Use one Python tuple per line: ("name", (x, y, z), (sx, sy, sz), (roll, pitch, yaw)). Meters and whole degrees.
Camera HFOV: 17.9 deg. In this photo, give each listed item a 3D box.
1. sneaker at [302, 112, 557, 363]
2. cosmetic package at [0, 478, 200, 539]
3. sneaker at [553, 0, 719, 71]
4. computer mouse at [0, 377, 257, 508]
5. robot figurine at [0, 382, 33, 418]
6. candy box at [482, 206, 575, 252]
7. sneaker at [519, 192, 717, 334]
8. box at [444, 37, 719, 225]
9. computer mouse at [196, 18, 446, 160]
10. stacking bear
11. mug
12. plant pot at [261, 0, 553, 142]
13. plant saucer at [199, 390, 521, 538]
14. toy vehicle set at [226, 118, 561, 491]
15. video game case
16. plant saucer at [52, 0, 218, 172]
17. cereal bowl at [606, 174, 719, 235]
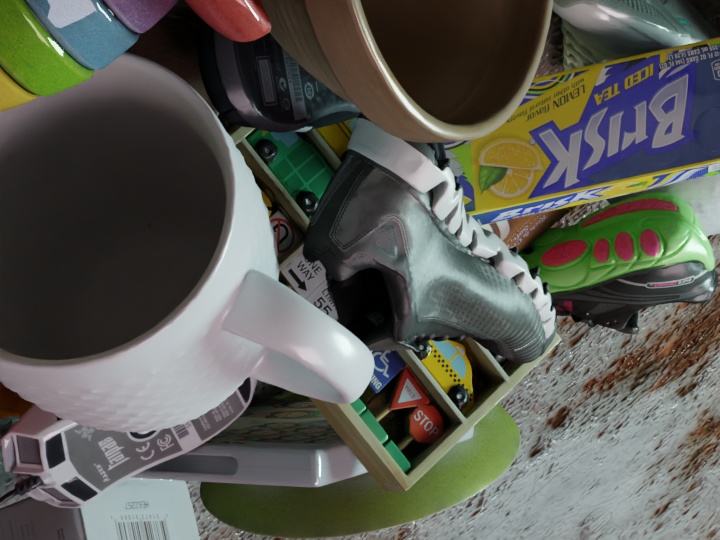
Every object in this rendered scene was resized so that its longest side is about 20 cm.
("sneaker", (0.028, 0.007, 1.103), (0.091, 0.066, 0.200), (-54, 142, -9))
("cosmetic package", (-0.194, 0.177, 1.284), (0.200, 0.074, 0.102), (-21, 164, 31))
("sneaker", (0.150, -0.126, 1.311), (0.080, 0.070, 0.200), (-43, 153, 17))
("computer mouse", (-0.146, 0.085, 1.168), (0.200, 0.044, 0.110), (-29, 133, -7))
("robot figurine", (-0.129, 0.028, 1.215), (0.200, 0.058, 0.145), (-5, 147, -46))
("candy box", (0.025, -0.014, 1.348), (0.200, 0.055, 0.115), (-40, 154, 2))
("sneaker", (0.131, 0.010, 1.403), (0.084, 0.200, 0.077), (49, 52, -29))
("box", (0.110, -0.071, 1.247), (0.200, 0.070, 0.064), (-12, 175, 5))
("computer mouse", (-0.023, -0.077, 1.102), (0.046, 0.141, 0.200), (-7, -171, 29))
("stacking bear", (-0.157, -0.108, 0.931), (0.200, 0.121, 0.114), (-31, 134, 7))
("mug", (-0.086, 0.009, 1.028), (0.148, 0.200, 0.175), (-64, 164, -13))
("plant pot", (0.004, -0.156, 1.017), (0.093, 0.201, 0.201), (0, 180, 31))
("plant saucer", (-0.003, 0.104, 1.395), (0.200, 0.200, 0.031), (-22, 112, -28))
("toy vehicle set", (0.000, 0.000, 1.181), (0.124, 0.200, 0.027), (-43, -167, -23))
("video game case", (-0.058, 0.094, 1.284), (0.182, 0.024, 0.200), (0, -177, 27))
("plant saucer", (-0.136, -0.076, 1.083), (0.200, 0.034, 0.200), (-28, 151, -17))
("cereal bowl", (0.249, -0.081, 1.418), (0.200, 0.083, 0.200), (-35, 172, -5))
